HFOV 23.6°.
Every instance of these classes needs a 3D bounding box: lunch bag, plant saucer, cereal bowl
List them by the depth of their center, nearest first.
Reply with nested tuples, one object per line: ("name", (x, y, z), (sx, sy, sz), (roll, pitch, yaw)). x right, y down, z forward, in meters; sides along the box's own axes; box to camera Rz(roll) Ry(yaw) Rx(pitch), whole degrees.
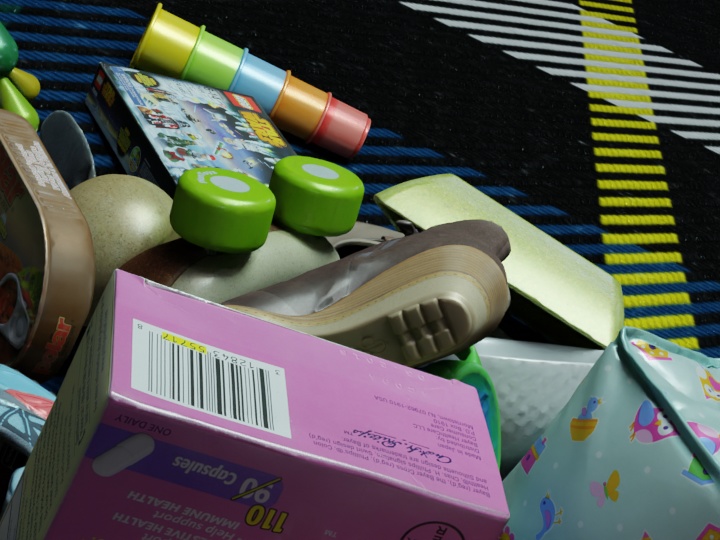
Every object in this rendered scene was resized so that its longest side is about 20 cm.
("lunch bag", (0.171, 0.159, 0.920), (0.122, 0.170, 0.200), (16, 28, -37))
("cereal bowl", (0.078, 0.085, 1.064), (0.200, 0.083, 0.200), (5, 2, 0))
("plant saucer", (0.115, 0.000, 1.238), (0.200, 0.048, 0.200), (33, -3, 12))

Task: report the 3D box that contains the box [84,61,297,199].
("box", (-0.110, -0.082, 1.272), (0.137, 0.040, 0.200), (10, 27, -33))

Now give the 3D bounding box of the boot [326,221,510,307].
("boot", (0.000, 0.000, 1.110), (0.200, 0.070, 0.146), (7, -1, 13))

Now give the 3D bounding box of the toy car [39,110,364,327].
("toy car", (-0.124, -0.008, 1.016), (0.200, 0.164, 0.158), (28, 23, 30))

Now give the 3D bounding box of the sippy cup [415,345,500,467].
("sippy cup", (-0.007, 0.107, 0.915), (0.130, 0.140, 0.178), (7, 21, 22))

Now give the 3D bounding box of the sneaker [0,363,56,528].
("sneaker", (-0.141, 0.118, 0.839), (0.200, 0.079, 0.096), (22, 17, 10))

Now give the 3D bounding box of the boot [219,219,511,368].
("boot", (-0.018, 0.027, 0.899), (0.200, 0.072, 0.166), (-14, 11, 11))

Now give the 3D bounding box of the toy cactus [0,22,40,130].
("toy cactus", (-0.280, -0.170, 1.158), (0.200, 0.165, 0.102), (37, 7, 9))

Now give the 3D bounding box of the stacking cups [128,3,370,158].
("stacking cups", (-0.089, -0.147, 1.414), (0.200, 0.061, 0.061), (27, 25, -10))

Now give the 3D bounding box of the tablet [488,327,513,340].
("tablet", (0.059, 0.046, 1.242), (0.200, 0.014, 0.130), (41, 29, 26))

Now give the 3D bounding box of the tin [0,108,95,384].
("tin", (-0.207, -0.018, 0.987), (0.042, 0.112, 0.200), (7, 33, -36))

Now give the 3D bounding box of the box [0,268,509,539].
("box", (-0.062, 0.128, 0.755), (0.176, 0.200, 0.097), (20, 28, -17))
